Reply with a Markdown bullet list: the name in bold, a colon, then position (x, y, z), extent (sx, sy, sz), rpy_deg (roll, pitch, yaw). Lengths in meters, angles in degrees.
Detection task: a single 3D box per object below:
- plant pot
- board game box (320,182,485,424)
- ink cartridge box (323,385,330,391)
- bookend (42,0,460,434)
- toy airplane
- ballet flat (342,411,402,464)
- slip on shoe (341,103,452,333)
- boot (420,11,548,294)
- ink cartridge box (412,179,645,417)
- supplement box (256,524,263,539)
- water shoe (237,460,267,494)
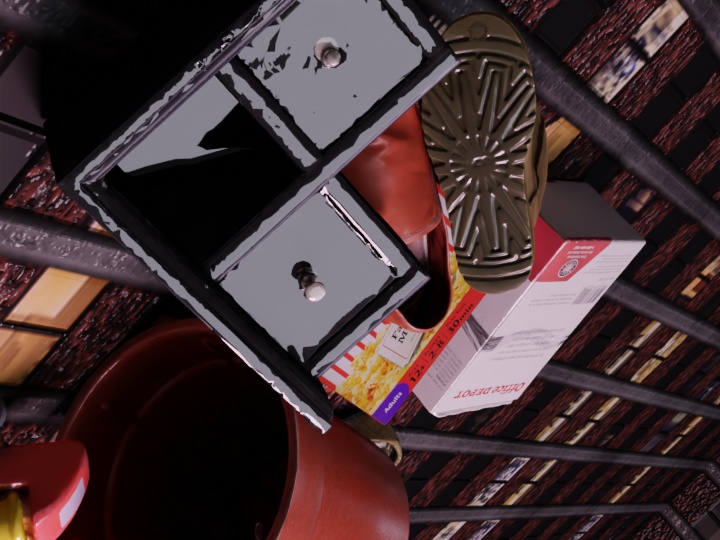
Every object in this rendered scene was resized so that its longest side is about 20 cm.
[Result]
- **plant pot**: position (-0.075, 0.159, 0.864), extent (0.201, 0.201, 0.195), rpy_deg (-44, 143, 8)
- **board game box**: position (0.000, 0.000, 0.846), extent (0.152, 0.046, 0.200), rpy_deg (-53, 139, -1)
- **ink cartridge box**: position (-0.040, 0.061, 0.967), extent (0.109, 0.050, 0.201), rpy_deg (-25, 150, -29)
- **bookend**: position (-0.019, -0.059, 0.650), extent (0.198, 0.092, 0.200), rpy_deg (-41, 120, 3)
- **toy airplane**: position (-0.266, 0.176, 0.737), extent (0.199, 0.141, 0.200), rpy_deg (-47, 154, 15)
- **ballet flat**: position (-0.036, 0.173, 1.132), extent (0.199, 0.071, 0.071), rpy_deg (-10, 141, -46)
- **slip on shoe**: position (0.020, -0.044, 0.755), extent (0.074, 0.061, 0.201), rpy_deg (-30, 131, -22)
- **boot**: position (0.087, -0.095, 0.823), extent (0.200, 0.066, 0.176), rpy_deg (-62, 152, -65)
- **ink cartridge box**: position (0.130, 0.022, 1.100), extent (0.146, 0.083, 0.200), rpy_deg (-1, 134, -52)
- **supplement box**: position (-0.113, 0.302, 1.207), extent (0.111, 0.086, 0.199), rpy_deg (-50, 153, 20)
- **water shoe**: position (-0.085, 0.160, 1.019), extent (0.199, 0.072, 0.079), rpy_deg (-20, 168, -35)
